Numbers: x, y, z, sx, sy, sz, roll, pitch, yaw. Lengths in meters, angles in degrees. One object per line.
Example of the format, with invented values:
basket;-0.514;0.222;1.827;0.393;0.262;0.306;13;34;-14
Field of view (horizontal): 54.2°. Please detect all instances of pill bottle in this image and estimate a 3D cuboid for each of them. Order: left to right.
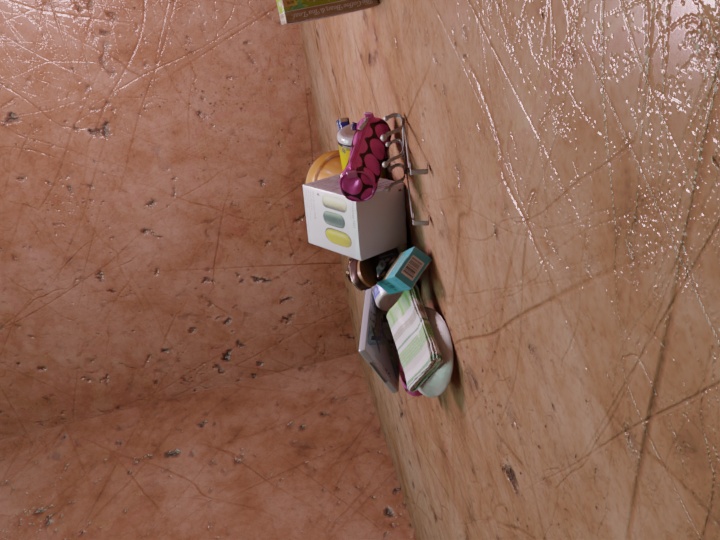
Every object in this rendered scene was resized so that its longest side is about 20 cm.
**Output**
pill bottle;0.009;-0.266;1.792;0.112;0.112;0.200;-112;10;-57
pill bottle;0.069;-0.009;1.770;0.114;0.114;0.200;86;169;-58

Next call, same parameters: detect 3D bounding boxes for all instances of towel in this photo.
towel;0.111;0.150;1.560;0.149;0.031;0.200;-57;42;47

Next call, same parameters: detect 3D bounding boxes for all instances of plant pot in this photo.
plant pot;-0.029;-0.230;1.961;0.183;0.200;0.201;26;130;63

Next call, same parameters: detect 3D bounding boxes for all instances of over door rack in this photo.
over door rack;0.083;-0.205;1.431;0.148;0.066;0.200;82;173;-47

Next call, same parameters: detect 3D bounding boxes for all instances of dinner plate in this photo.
dinner plate;0.141;0.181;1.559;0.200;0.024;0.201;-1;89;64

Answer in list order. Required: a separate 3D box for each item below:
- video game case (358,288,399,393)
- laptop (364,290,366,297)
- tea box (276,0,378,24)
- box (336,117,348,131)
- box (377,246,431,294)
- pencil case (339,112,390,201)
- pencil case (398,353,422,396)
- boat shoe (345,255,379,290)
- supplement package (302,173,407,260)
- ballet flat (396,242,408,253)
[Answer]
video game case;0.054;0.175;1.758;0.182;0.022;0.200;55;-151;-37
laptop;0.080;0.093;1.957;0.116;0.200;0.188;-38;57;43
tea box;-0.084;-0.626;1.452;0.134;0.200;0.197;-119;16;-69
box;-0.044;-0.413;2.381;0.121;0.032;0.200;-130;29;-79
box;0.092;0.002;1.578;0.049;0.082;0.200;37;169;-6
pencil case;0.009;-0.248;1.531;0.094;0.091;0.200;80;-162;-50
pencil case;0.144;0.235;1.742;0.091;0.094;0.200;27;153;17
boat shoe;0.000;0.000;1.652;0.070;0.070;0.200;55;-162;-14
supplement package;-0.013;-0.134;1.666;0.200;0.151;0.152;20;123;46
ballet flat;0.074;-0.127;1.726;0.066;0.057;0.200;117;136;-77
